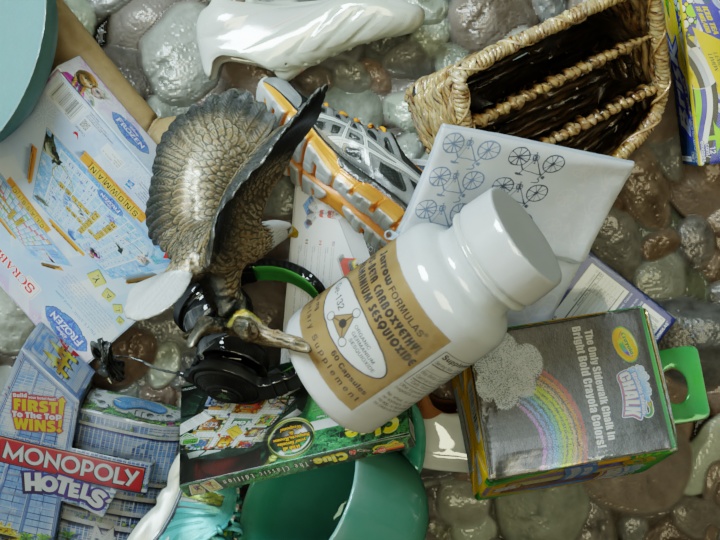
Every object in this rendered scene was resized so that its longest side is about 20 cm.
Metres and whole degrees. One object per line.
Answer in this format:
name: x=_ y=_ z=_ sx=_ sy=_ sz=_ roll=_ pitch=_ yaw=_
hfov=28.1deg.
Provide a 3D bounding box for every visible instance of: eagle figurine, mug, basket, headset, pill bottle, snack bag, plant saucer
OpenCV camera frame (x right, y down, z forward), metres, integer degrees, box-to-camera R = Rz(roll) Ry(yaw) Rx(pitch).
eagle figurine: x=-0.099 y=-0.045 z=1.118 sx=0.151 sy=0.151 sz=0.201 roll=2 pitch=98 yaw=9
mug: x=-0.004 y=0.208 z=1.235 sx=0.114 sy=0.152 sz=0.185 roll=32 pitch=125 yaw=-32
basket: x=0.161 y=-0.133 z=1.192 sx=0.199 sy=0.149 sz=0.143 roll=-26 pitch=95 yaw=-15
headset: x=-0.121 y=0.052 z=1.202 sx=0.199 sy=0.094 sz=0.124 roll=-18 pitch=58 yaw=-1
pill bottle: x=0.050 y=0.029 z=1.109 sx=0.200 sy=0.114 sz=0.114 roll=-36 pitch=95 yaw=21
snack bag: x=0.109 y=-0.022 z=1.182 sx=0.188 sy=0.021 sz=0.200 roll=8 pitch=123 yaw=-26
plant saucer: x=-0.309 y=-0.183 z=1.198 sx=0.036 sy=0.200 sz=0.201 roll=16 pitch=97 yaw=-46

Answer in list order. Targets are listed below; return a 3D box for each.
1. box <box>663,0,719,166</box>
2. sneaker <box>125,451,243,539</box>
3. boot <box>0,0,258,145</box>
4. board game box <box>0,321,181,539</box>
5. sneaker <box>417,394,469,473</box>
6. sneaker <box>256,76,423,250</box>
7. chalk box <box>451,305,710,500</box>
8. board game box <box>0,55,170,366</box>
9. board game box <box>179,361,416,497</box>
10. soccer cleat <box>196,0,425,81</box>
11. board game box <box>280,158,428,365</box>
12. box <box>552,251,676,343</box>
box: x=0.305 y=-0.193 z=1.248 sx=0.064 sy=0.070 sz=0.201 roll=-7 pitch=96 yaw=1
sneaker: x=-0.130 y=0.208 z=1.252 sx=0.079 sy=0.078 sz=0.200 roll=25 pitch=80 yaw=30
boot: x=-0.203 y=-0.154 z=1.227 sx=0.175 sy=0.066 sz=0.200 roll=-38 pitch=95 yaw=27
board game box: x=-0.252 y=0.156 z=1.256 sx=0.199 sy=0.062 sz=0.201 roll=13 pitch=112 yaw=-2
sneaker: x=0.140 y=0.139 z=1.277 sx=0.199 sy=0.073 sz=0.085 roll=5 pitch=98 yaw=0
sneaker: x=-0.010 y=-0.097 z=1.221 sx=0.200 sy=0.078 sz=0.077 roll=44 pitch=66 yaw=11
chalk box: x=0.186 y=0.109 z=1.199 sx=0.199 sy=0.124 sz=0.125 roll=-8 pitch=74 yaw=-5
board game box: x=-0.241 y=-0.044 z=1.231 sx=0.199 sy=0.041 sz=0.200 roll=-38 pitch=95 yaw=29
board game box: x=-0.055 y=0.122 z=1.206 sx=0.199 sy=0.105 sz=0.024 roll=-13 pitch=136 yaw=10
soccer cleat: x=-0.043 y=-0.201 z=1.244 sx=0.199 sy=0.069 sz=0.078 roll=-1 pitch=86 yaw=7
board game box: x=0.000 y=0.000 z=1.262 sx=0.126 sy=0.035 sz=0.201 roll=5 pitch=88 yaw=7
box: x=0.166 y=0.028 z=1.287 sx=0.200 sy=0.032 sz=0.121 roll=38 pitch=94 yaw=-3
